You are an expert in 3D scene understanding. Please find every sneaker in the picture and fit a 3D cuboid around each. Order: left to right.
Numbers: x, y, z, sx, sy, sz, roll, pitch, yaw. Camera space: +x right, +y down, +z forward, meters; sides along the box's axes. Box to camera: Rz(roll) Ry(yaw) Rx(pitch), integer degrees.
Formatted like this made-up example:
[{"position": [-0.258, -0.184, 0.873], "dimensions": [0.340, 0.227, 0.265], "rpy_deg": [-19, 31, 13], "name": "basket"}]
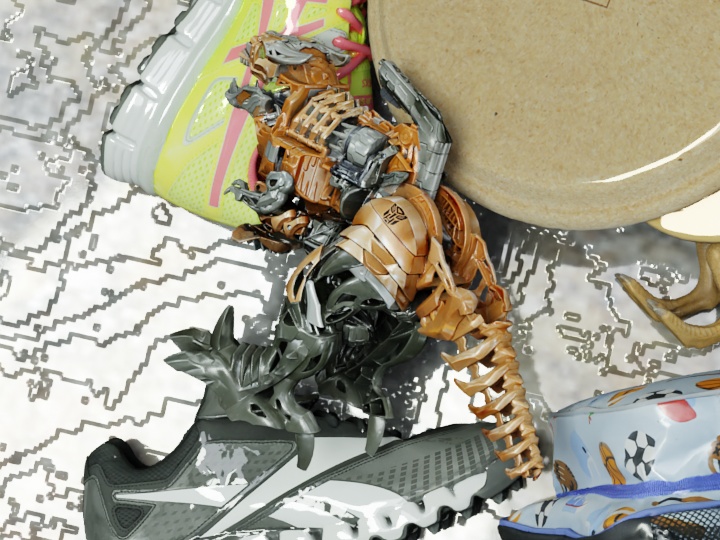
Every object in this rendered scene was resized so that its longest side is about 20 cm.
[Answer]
[{"position": [-0.028, 0.080, 1.167], "dimensions": [0.199, 0.066, 0.091], "rpy_deg": [-17, 87, 6], "name": "sneaker"}, {"position": [-0.022, -0.104, 1.178], "dimensions": [0.090, 0.078, 0.201], "rpy_deg": [34, 101, 7], "name": "sneaker"}]

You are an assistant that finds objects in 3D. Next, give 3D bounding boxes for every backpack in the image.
[{"position": [0.161, 0.111, 1.095], "dimensions": [0.189, 0.200, 0.155], "rpy_deg": [2, 90, -14], "name": "backpack"}]

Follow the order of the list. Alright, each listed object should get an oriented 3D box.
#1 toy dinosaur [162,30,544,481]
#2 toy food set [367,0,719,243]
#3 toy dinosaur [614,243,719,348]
[{"position": [0.000, 0.000, 1.092], "dimensions": [0.136, 0.102, 0.201], "rpy_deg": [-52, 40, 29], "name": "toy dinosaur"}, {"position": [0.099, -0.112, 1.110], "dimensions": [0.199, 0.049, 0.199], "rpy_deg": [4, 80, 21], "name": "toy food set"}, {"position": [0.166, -0.009, 1.159], "dimensions": [0.106, 0.060, 0.200], "rpy_deg": [-42, 84, 0], "name": "toy dinosaur"}]
